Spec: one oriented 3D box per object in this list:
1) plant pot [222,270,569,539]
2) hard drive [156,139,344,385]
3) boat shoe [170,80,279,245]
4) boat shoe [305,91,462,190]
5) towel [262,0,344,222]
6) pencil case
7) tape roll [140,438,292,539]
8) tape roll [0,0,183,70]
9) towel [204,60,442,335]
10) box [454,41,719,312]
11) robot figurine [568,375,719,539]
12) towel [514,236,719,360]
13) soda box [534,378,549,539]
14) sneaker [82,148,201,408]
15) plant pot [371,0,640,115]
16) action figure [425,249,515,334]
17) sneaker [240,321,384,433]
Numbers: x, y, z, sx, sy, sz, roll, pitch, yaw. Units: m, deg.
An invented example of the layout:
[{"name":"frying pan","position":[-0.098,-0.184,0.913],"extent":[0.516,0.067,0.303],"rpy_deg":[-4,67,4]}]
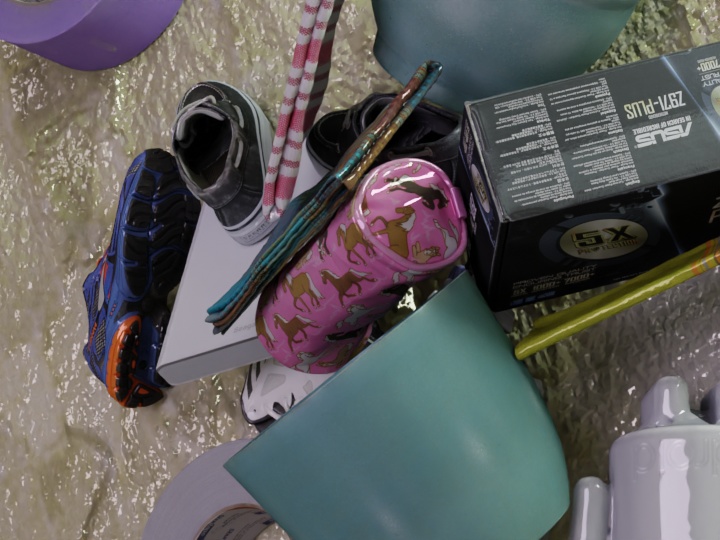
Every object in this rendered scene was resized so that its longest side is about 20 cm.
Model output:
[{"name":"plant pot","position":[0.039,0.124,1.550],"extent":[0.200,0.201,0.161],"rpy_deg":[-39,89,21]},{"name":"hard drive","position":[-0.074,-0.014,1.800],"extent":[0.131,0.026,0.201],"rpy_deg":[-17,41,31]},{"name":"boat shoe","position":[-0.108,-0.100,1.837],"extent":[0.072,0.071,0.200],"rpy_deg":[-38,35,6]},{"name":"boat shoe","position":[0.019,-0.095,1.725],"extent":[0.072,0.068,0.199],"rpy_deg":[-44,33,-17]},{"name":"towel","position":[-0.030,-0.147,1.688],"extent":[0.030,0.147,0.201],"rpy_deg":[15,119,1]},{"name":"pencil case","position":[0.000,0.000,1.615],"extent":[0.087,0.083,0.200],"rpy_deg":[-54,4,-32]},{"name":"tape roll","position":[-0.069,0.226,1.763],"extent":[0.199,0.066,0.202],"rpy_deg":[-9,73,33]},{"name":"tape roll","position":[-0.232,-0.272,1.997],"extent":[0.199,0.085,0.202],"rpy_deg":[-9,74,33]},{"name":"towel","position":[-0.027,-0.050,1.636],"extent":[0.022,0.147,0.200],"rpy_deg":[39,138,-4]},{"name":"box","position":[0.167,-0.060,1.554],"extent":[0.198,0.164,0.087],"rpy_deg":[-14,69,-7]},{"name":"robot figurine","position":[0.214,0.170,1.543],"extent":[0.168,0.113,0.202],"rpy_deg":[0,76,-1]},{"name":"towel","position":[0.190,0.002,1.530],"extent":[0.199,0.086,0.018],"rpy_deg":[-27,89,16]},{"name":"soda box","position":[0.087,0.170,1.663],"extent":[0.063,0.068,0.202],"rpy_deg":[-13,71,33]},{"name":"sneaker","position":[-0.181,0.002,1.880],"extent":[0.078,0.075,0.202],"rpy_deg":[22,104,44]},{"name":"plant pot","position":[0.087,-0.187,1.691],"extent":[0.200,0.199,0.135],"rpy_deg":[43,118,35]},{"name":"action figure","position":[0.101,-0.032,1.691],"extent":[0.130,0.069,0.201],"rpy_deg":[-2,60,53]},{"name":"sneaker","position":[-0.018,0.097,1.760],"extent":[0.116,0.075,0.201],"rpy_deg":[-57,40,20]}]
